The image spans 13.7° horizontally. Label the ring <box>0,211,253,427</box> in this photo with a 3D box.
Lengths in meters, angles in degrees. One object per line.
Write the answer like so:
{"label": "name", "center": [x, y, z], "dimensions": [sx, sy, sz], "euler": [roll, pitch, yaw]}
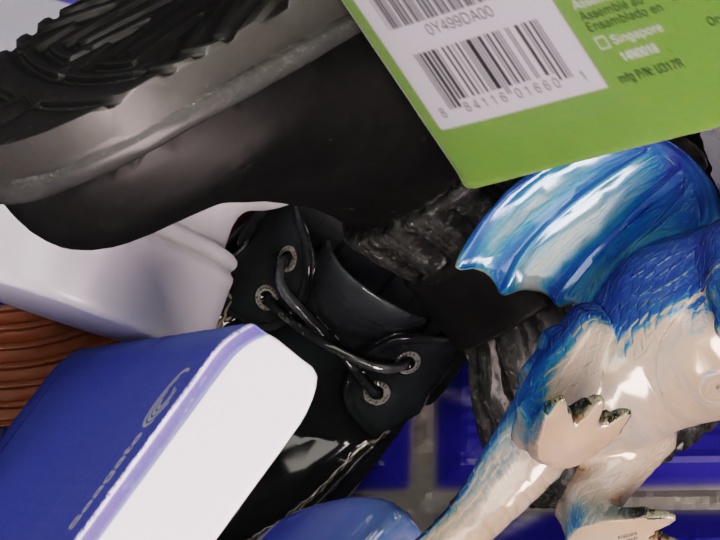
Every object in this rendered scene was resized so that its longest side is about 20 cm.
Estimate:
{"label": "ring", "center": [-0.105, -0.056, 0.851], "dimensions": [0.199, 0.019, 0.202], "euler": [1, 87, -13]}

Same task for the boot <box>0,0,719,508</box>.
{"label": "boot", "center": [0.012, -0.008, 0.731], "dimensions": [0.210, 0.079, 0.159], "euler": [-26, 109, -31]}

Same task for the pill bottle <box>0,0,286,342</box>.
{"label": "pill bottle", "center": [-0.048, -0.083, 0.798], "dimensions": [0.111, 0.112, 0.201], "euler": [16, 84, 14]}

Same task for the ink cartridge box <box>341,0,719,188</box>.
{"label": "ink cartridge box", "center": [0.102, -0.116, 0.667], "dimensions": [0.076, 0.147, 0.200], "euler": [54, 54, -18]}

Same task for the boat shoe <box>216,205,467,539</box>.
{"label": "boat shoe", "center": [0.002, 0.001, 0.827], "dimensions": [0.074, 0.066, 0.200], "euler": [41, 77, -1]}

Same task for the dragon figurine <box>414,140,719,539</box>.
{"label": "dragon figurine", "center": [0.061, 0.011, 0.660], "dimensions": [0.199, 0.059, 0.100], "euler": [-31, 33, 12]}

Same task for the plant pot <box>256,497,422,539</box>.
{"label": "plant pot", "center": [0.013, 0.183, 0.697], "dimensions": [0.179, 0.200, 0.200], "euler": [35, 77, 26]}

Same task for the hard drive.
{"label": "hard drive", "center": [-0.082, 0.074, 0.729], "dimensions": [0.025, 0.200, 0.132], "euler": [38, 78, -11]}
